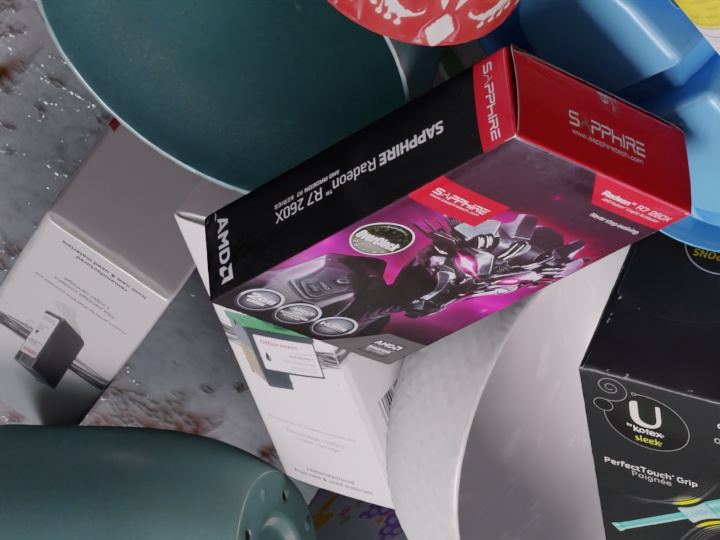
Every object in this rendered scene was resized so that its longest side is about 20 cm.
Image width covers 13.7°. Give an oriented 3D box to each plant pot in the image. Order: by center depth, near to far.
[{"bbox_3d":[-0.037,-0.150,1.424,0.199,0.135,0.201,21,144,16],"label":"plant pot"},{"bbox_3d":[-0.114,0.176,1.627,0.160,0.201,0.201,-7,132,21],"label":"plant pot"}]

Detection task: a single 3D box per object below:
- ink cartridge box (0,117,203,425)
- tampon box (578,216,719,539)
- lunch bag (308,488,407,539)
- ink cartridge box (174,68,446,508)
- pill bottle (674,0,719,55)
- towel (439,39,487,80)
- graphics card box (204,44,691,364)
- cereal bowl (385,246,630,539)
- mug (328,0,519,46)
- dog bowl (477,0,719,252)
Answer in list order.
[{"bbox_3d":[-0.134,-0.014,1.658,0.084,0.145,0.200,35,147,-4],"label":"ink cartridge box"},{"bbox_3d":[0.206,0.073,1.493,0.149,0.127,0.200,14,147,20],"label":"tampon box"},{"bbox_3d":[0.024,0.186,1.757,0.127,0.170,0.200,40,144,-9],"label":"lunch bag"},{"bbox_3d":[0.000,0.000,1.568,0.084,0.146,0.200,13,141,34],"label":"ink cartridge box"},{"bbox_3d":[0.197,-0.128,1.286,0.200,0.112,0.112,47,143,-20],"label":"pill bottle"},{"bbox_3d":[0.140,-0.087,1.464,0.199,0.031,0.149,-4,133,38],"label":"towel"},{"bbox_3d":[0.038,-0.026,1.382,0.200,0.051,0.125,-26,148,37],"label":"graphics card box"},{"bbox_3d":[0.077,0.067,1.549,0.083,0.200,0.201,20,145,32],"label":"cereal bowl"},{"bbox_3d":[0.055,-0.211,1.250,0.133,0.178,0.200,22,141,-3],"label":"mug"},{"bbox_3d":[0.139,-0.093,1.388,0.200,0.050,0.111,44,142,-20],"label":"dog bowl"}]
